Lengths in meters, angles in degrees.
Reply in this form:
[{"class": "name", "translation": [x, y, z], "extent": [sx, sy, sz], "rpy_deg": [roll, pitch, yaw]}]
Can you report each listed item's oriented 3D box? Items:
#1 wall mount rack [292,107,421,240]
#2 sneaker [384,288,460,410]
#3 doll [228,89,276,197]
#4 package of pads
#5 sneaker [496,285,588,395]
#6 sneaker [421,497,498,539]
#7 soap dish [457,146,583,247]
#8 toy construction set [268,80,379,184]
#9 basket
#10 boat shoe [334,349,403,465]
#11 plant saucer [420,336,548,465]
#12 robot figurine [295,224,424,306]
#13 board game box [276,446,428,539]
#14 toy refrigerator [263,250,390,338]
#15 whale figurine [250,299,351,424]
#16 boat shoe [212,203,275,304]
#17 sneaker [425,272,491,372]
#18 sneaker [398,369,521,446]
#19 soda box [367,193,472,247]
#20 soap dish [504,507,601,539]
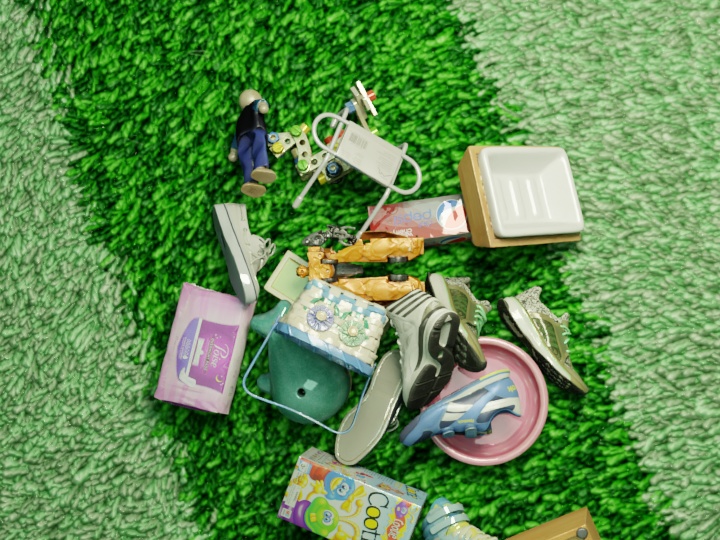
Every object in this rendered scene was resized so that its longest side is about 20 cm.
[{"class": "wall mount rack", "translation": [-0.011, -0.151, 1.683], "extent": [0.200, 0.075, 0.174], "rpy_deg": [29, 69, -17]}, {"class": "sneaker", "translation": [0.084, 0.111, 1.637], "extent": [0.076, 0.201, 0.115], "rpy_deg": [-15, 43, -33]}, {"class": "doll", "translation": [-0.181, -0.219, 1.774], "extent": [0.048, 0.136, 0.200], "rpy_deg": [11, 53, -29]}, {"class": "package of pads", "translation": [-0.249, 0.126, 1.738], "extent": [0.120, 0.076, 0.200], "rpy_deg": [12, 83, 8]}, {"class": "sneaker", "translation": [0.306, 0.105, 1.690], "extent": [0.089, 0.077, 0.200], "rpy_deg": [-35, 81, -9]}, {"class": "sneaker", "translation": [0.162, 0.399, 1.611], "extent": [0.200, 0.080, 0.131], "rpy_deg": [-26, 68, 42]}, {"class": "soap dish", "translation": [0.247, -0.113, 1.674], "extent": [0.200, 0.081, 0.157], "rpy_deg": [-5, 78, -37]}, {"class": "toy construction set", "translation": [-0.047, -0.219, 1.772], "extent": [0.200, 0.092, 0.131], "rpy_deg": [-32, 79, 11]}, {"class": "basket", "translation": [-0.061, 0.121, 1.589], "extent": [0.176, 0.139, 0.200], "rpy_deg": [23, 87, -3]}, {"class": "boat shoe", "translation": [0.026, 0.220, 1.699], "extent": [0.075, 0.062, 0.200], "rpy_deg": [20, 77, 23]}, {"class": "plant saucer", "translation": [0.194, 0.206, 1.693], "extent": [0.200, 0.051, 0.201], "rpy_deg": [-1, 80, 5]}, {"class": "robot figurine", "translation": [0.000, 0.000, 1.672], "extent": [0.200, 0.058, 0.145], "rpy_deg": [-1, 91, 3]}, {"class": "board game box", "translation": [-0.010, 0.363, 1.655], "extent": [0.200, 0.105, 0.103], "rpy_deg": [21, 93, 9]}, {"class": "toy refrigerator", "translation": [-0.051, 0.053, 1.733], "extent": [0.200, 0.070, 0.076], "rpy_deg": [32, 85, 9]}, {"class": "whale figurine", "translation": [-0.101, 0.148, 1.687], "extent": [0.159, 0.104, 0.200], "rpy_deg": [-28, 93, 13]}, {"class": "boat shoe", "translation": [-0.177, -0.033, 1.742], "extent": [0.086, 0.075, 0.202], "rpy_deg": [-10, 49, -16]}, {"class": "sneaker", "translation": [0.168, 0.071, 1.670], "extent": [0.089, 0.077, 0.200], "rpy_deg": [-13, 47, -11]}, {"class": "sneaker", "translation": [0.154, 0.225, 1.632], "extent": [0.200, 0.074, 0.082], "rpy_deg": [-28, 81, 2]}, {"class": "soda box", "translation": [0.115, -0.077, 1.740], "extent": [0.200, 0.063, 0.070], "rpy_deg": [-8, 78, 5]}, {"class": "soap dish", "translation": [0.311, 0.481, 1.620], "extent": [0.157, 0.081, 0.200], "rpy_deg": [-22, 80, 2]}]
